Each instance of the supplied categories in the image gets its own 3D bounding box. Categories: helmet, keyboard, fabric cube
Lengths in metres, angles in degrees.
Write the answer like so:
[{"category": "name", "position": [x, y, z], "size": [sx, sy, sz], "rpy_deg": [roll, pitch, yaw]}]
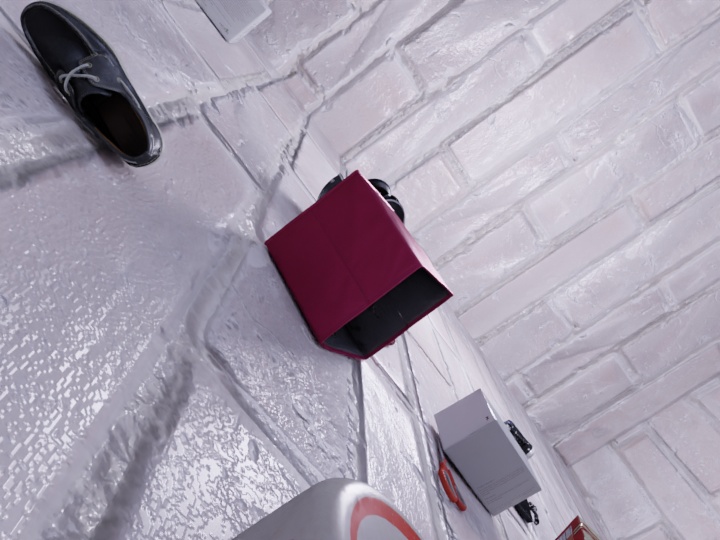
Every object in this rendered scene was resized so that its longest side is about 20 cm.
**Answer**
[{"category": "helmet", "position": [-0.008, -0.119, 1.442], "size": [0.200, 0.189, 0.202], "rpy_deg": [178, -90, -78]}, {"category": "keyboard", "position": [0.409, 0.583, 1.615], "size": [0.127, 0.021, 0.200], "rpy_deg": [50, 10, 1]}, {"category": "fabric cube", "position": [0.000, 0.000, 1.042], "size": [0.200, 0.200, 0.196], "rpy_deg": [57, 10, 24]}]

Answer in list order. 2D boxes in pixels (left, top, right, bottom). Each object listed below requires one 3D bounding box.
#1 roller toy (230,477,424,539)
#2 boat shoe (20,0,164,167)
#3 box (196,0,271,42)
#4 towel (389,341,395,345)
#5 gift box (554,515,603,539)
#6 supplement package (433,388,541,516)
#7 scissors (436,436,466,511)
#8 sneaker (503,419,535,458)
[{"category": "roller toy", "position": [-0.011, 0.225, 0.366], "size": [0.183, 0.139, 0.200], "rpy_deg": [57, 10, 14]}, {"category": "boat shoe", "position": [-0.285, -0.200, 0.681], "size": [0.200, 0.072, 0.068], "rpy_deg": [55, 5, -14]}, {"category": "box", "position": [-0.420, -0.884, 2.103], "size": [0.200, 0.171, 0.199], "rpy_deg": [52, 9, -18]}, {"category": "towel", "position": [0.003, 0.070, 1.357], "size": [0.201, 0.023, 0.144], "rpy_deg": [58, 9, 16]}, {"category": "gift box", "position": [0.381, 0.561, 1.070], "size": [0.187, 0.200, 0.184], "rpy_deg": [41, 9, 16]}, {"category": "supplement package", "position": [0.250, 0.360, 1.266], "size": [0.200, 0.117, 0.117], "rpy_deg": [56, 9, -20]}, {"category": "scissors", "position": [0.148, 0.345, 1.142], "size": [0.073, 0.014, 0.200], "rpy_deg": [51, 11, -26]}, {"category": "sneaker", "position": [0.483, 0.536, 2.022], "size": [0.112, 0.073, 0.200], "rpy_deg": [53, 1, 5]}]
